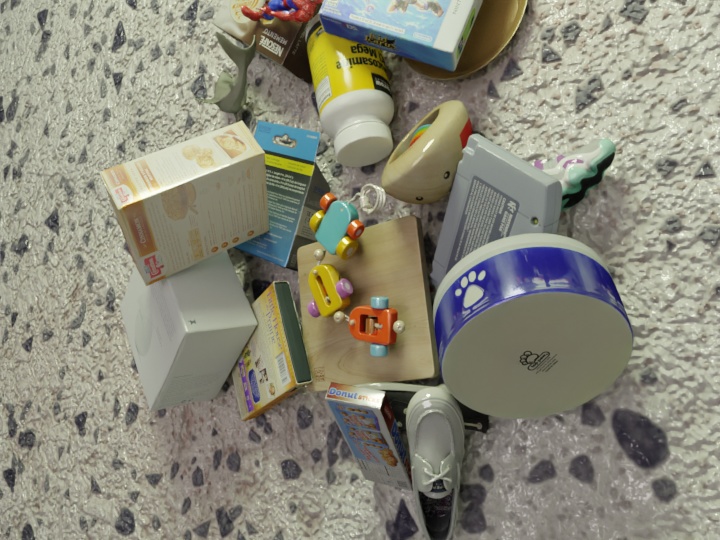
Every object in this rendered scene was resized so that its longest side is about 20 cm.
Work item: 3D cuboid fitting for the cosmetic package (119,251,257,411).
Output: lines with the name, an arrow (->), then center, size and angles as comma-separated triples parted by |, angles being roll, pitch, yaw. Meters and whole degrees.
cosmetic package -> -0.277, 0.069, 0.886 | 0.202, 0.120, 0.203 | -54, 54, 37

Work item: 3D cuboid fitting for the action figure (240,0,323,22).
action figure -> -0.111, -0.390, 0.808 | 0.197, 0.051, 0.067 | 26, 92, 45

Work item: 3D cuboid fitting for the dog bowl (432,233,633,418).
dog bowl -> 0.175, 0.065, 0.591 | 0.197, 0.200, 0.080 | -29, 35, 24

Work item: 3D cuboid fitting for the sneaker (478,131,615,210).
sneaker -> 0.192, -0.123, 0.684 | 0.198, 0.077, 0.143 | -39, 66, 21

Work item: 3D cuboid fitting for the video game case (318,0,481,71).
video game case -> 0.066, -0.380, 0.738 | 0.195, 0.045, 0.186 | 22, 82, 16

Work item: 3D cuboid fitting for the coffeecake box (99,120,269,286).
coffeecake box -> -0.227, -0.090, 0.767 | 0.196, 0.156, 0.074 | -27, 60, -24

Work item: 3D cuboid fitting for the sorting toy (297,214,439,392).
sorting toy -> 0.015, 0.052, 0.775 | 0.194, 0.069, 0.207 | -13, 76, 30

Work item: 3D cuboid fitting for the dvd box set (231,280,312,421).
dvd box set -> -0.145, 0.126, 0.844 | 0.199, 0.029, 0.151 | -40, 61, 47

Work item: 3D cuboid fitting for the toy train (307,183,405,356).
toy train -> 0.000, 0.000, 0.716 | 0.146, 0.055, 0.208 | -1, 91, 35

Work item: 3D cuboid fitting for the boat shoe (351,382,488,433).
boat shoe -> 0.064, 0.170, 0.692 | 0.192, 0.074, 0.063 | 1, 78, -5

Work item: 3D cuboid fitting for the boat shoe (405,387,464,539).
boat shoe -> 0.086, 0.232, 0.650 | 0.069, 0.069, 0.207 | 1, 118, 1

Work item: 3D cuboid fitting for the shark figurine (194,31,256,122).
shark figurine -> -0.226, -0.296, 0.923 | 0.213, 0.086, 0.134 | -177, 85, -68

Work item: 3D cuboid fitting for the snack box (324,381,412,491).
snack box -> 0.017, 0.208, 0.686 | 0.070, 0.204, 0.025 | 6, 48, 24

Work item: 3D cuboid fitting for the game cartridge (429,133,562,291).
game cartridge -> 0.151, -0.032, 0.642 | 0.133, 0.040, 0.205 | 44, 137, 36

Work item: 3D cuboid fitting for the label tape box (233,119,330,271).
label tape box -> -0.123, -0.117, 0.888 | 0.141, 0.063, 0.207 | 19, 93, 33

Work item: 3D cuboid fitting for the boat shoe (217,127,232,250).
boat shoe -> -0.212, -0.135, 0.945 | 0.070, 0.065, 0.208 | 16, 112, 35

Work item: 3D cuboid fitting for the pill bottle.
pill bottle -> -0.012, -0.262, 0.811 | 0.110, 0.111, 0.207 | -19, 74, 27

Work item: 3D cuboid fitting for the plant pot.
plant pot -> 0.139, -0.360, 0.781 | 0.194, 0.027, 0.208 | -5, 80, 31

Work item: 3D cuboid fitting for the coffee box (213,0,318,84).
coffee box -> -0.140, -0.409, 0.930 | 0.199, 0.079, 0.116 | 39, 103, 30

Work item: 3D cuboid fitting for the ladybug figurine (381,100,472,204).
ladybug figurine -> 0.090, -0.144, 0.707 | 0.072, 0.202, 0.135 | 44, 121, -12
